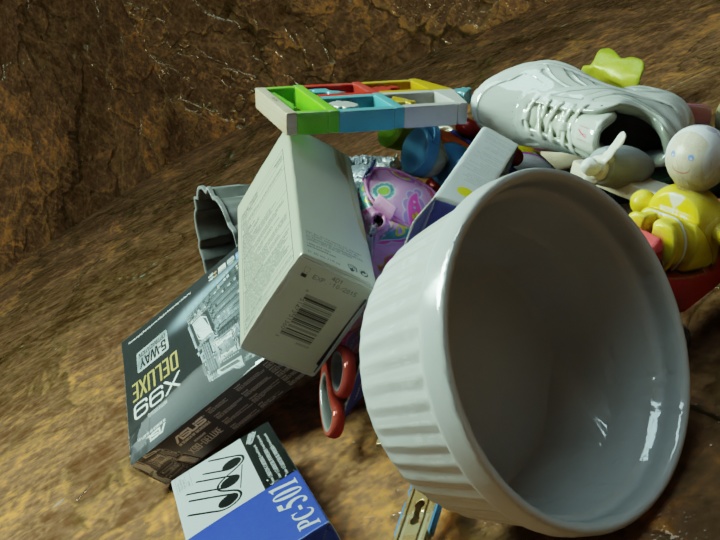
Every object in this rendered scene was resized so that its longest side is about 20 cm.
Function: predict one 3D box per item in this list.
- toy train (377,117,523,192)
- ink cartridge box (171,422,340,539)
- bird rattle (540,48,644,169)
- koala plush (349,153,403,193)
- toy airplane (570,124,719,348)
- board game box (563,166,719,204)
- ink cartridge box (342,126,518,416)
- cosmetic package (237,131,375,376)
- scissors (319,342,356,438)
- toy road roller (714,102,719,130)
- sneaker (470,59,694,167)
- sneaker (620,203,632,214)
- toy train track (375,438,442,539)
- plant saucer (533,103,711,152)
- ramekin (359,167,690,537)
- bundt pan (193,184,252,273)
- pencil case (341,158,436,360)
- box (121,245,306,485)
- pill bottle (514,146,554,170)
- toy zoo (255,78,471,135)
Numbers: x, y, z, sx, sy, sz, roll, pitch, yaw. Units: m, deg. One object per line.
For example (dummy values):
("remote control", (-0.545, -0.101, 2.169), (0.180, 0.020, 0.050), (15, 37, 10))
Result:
("toy train", (0.063, -0.125, 0.951), (0.086, 0.114, 0.200), (-61, 34, 13))
("ink cartridge box", (-0.077, 0.180, 0.685), (0.093, 0.045, 0.200), (-30, 17, -9))
("bird rattle", (0.296, -0.170, 1.174), (0.162, 0.113, 0.201), (-30, 25, 31))
("koala plush", (0.016, -0.049, 1.039), (0.181, 0.181, 0.200), (-19, 10, -14))
("toy airplane", (0.251, -0.041, 0.687), (0.196, 0.143, 0.200), (-3, 33, 13))
("board game box", (0.261, -0.085, 0.889), (0.196, 0.029, 0.135), (-8, 9, -22))
("ink cartridge box", (0.061, 0.008, 0.788), (0.046, 0.200, 0.201), (24, 34, 8))
("cosmetic package", (-0.051, -0.022, 0.805), (0.106, 0.070, 0.202), (-53, 26, 28))
("scissors", (-0.030, 0.053, 0.811), (0.014, 0.074, 0.201), (5, 33, -16))
("toy road roller", (0.451, -0.180, 0.911), (0.202, 0.144, 0.123), (-61, 11, 13))
("sneaker", (0.187, -0.132, 0.826), (0.196, 0.080, 0.099), (9, 22, 16))
("sneaker", (0.166, -0.014, 0.807), (0.199, 0.101, 0.074), (-35, 30, -25))
("toy train track", (0.055, 0.140, 0.638), (0.113, 0.033, 0.201), (-17, 26, 30))
("plant saucer", (0.252, -0.145, 0.977), (0.196, 0.052, 0.201), (2, 9, 0))
("ramekin", (0.091, 0.052, 0.565), (0.199, 0.202, 0.104), (-37, 10, -36))
("bundt pan", (-0.119, -0.006, 1.076), (0.075, 0.206, 0.201), (-18, 13, -21))
("pencil case", (0.000, 0.000, 0.884), (0.201, 0.087, 0.088), (-60, -7, 36))
("box", (-0.133, 0.076, 0.889), (0.199, 0.050, 0.159), (-38, 40, 15))
("pill bottle", (0.160, -0.092, 1.056), (0.103, 0.106, 0.200), (-23, 16, 6))
("toy zoo", (0.012, -0.153, 0.883), (0.196, 0.021, 0.131), (-7, 22, -17))
